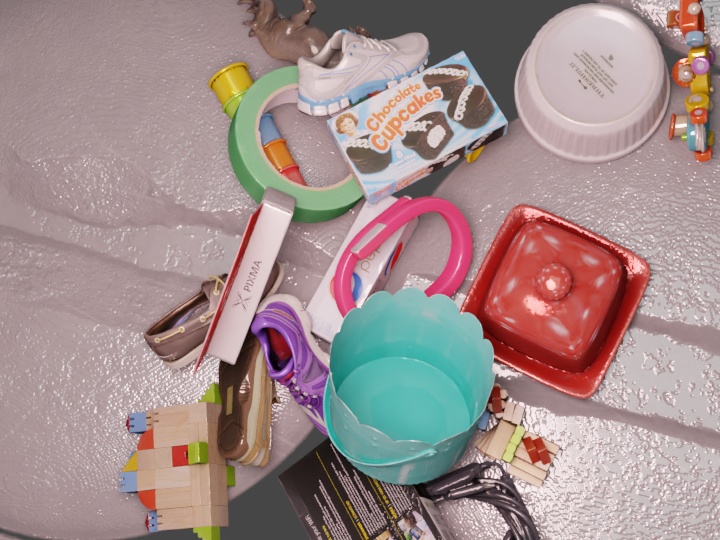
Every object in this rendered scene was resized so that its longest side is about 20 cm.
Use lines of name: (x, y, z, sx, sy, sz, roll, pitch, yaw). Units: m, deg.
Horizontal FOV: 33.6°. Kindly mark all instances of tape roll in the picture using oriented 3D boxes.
tape roll: (-0.069, -0.163, 1.533, 0.198, 0.048, 0.203, 7, 69, -18)

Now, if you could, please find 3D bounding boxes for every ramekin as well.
ramekin: (0.296, -0.245, 1.518, 0.200, 0.094, 0.205, -2, 78, 7)

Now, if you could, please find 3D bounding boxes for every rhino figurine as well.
rhino figurine: (-0.086, -0.320, 1.605, 0.199, 0.060, 0.088, 30, 89, 15)

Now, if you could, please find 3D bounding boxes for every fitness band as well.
fitness band: (0.054, -0.004, 1.483, 0.200, 0.037, 0.144, -40, 120, -17)

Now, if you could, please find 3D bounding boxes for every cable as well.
cable: (0.115, 0.334, 1.455, 0.198, 0.051, 0.165, -26, 84, 5)

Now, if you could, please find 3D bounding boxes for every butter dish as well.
butter dish: (0.233, 0.025, 1.445, 0.198, 0.148, 0.201, 26, 82, 12)

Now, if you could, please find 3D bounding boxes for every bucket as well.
bucket: (0.052, 0.141, 1.391, 0.204, 0.135, 0.209, 3, 53, -4)

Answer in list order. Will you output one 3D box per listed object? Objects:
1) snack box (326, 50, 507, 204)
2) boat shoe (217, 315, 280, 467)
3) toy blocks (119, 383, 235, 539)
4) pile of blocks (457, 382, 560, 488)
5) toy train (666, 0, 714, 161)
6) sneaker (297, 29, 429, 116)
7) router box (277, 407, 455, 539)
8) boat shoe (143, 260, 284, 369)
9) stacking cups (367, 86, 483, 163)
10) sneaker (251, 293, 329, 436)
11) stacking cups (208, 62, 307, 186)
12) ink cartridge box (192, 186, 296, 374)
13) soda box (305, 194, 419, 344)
snack box: (0.071, -0.180, 1.498, 0.199, 0.037, 0.117, -28, 71, -5)
boat shoe: (-0.136, 0.153, 1.515, 0.071, 0.076, 0.202, -20, 54, 39)
toy blocks: (-0.240, 0.250, 1.503, 0.135, 0.100, 0.203, -9, 76, 18)
pile of blocks: (0.164, 0.180, 1.467, 0.082, 0.062, 0.200, -39, 76, -1)
toy train: (0.403, -0.237, 1.479, 0.055, 0.150, 0.203, -1, 83, 23)
sneaker: (0.005, -0.269, 1.506, 0.199, 0.087, 0.075, -29, 41, -24)
router box: (0.007, 0.291, 1.438, 0.149, 0.051, 0.201, -37, 62, 10)
boat shoe: (-0.187, 0.043, 1.534, 0.199, 0.060, 0.072, -38, 35, 2)
stacking cups: (0.074, -0.215, 1.559, 0.199, 0.061, 0.061, 32, 84, 12)
sneaker: (-0.079, 0.129, 1.470, 0.080, 0.084, 0.201, -23, 108, 30)
stacking cups: (-0.129, -0.176, 1.583, 0.060, 0.061, 0.201, -30, 82, 1)
ink cartridge box: (-0.134, 0.015, 1.404, 0.044, 0.176, 0.202, 21, 103, -5)
soda box: (0.000, 0.000, 1.523, 0.063, 0.068, 0.201, 28, 84, 12)
